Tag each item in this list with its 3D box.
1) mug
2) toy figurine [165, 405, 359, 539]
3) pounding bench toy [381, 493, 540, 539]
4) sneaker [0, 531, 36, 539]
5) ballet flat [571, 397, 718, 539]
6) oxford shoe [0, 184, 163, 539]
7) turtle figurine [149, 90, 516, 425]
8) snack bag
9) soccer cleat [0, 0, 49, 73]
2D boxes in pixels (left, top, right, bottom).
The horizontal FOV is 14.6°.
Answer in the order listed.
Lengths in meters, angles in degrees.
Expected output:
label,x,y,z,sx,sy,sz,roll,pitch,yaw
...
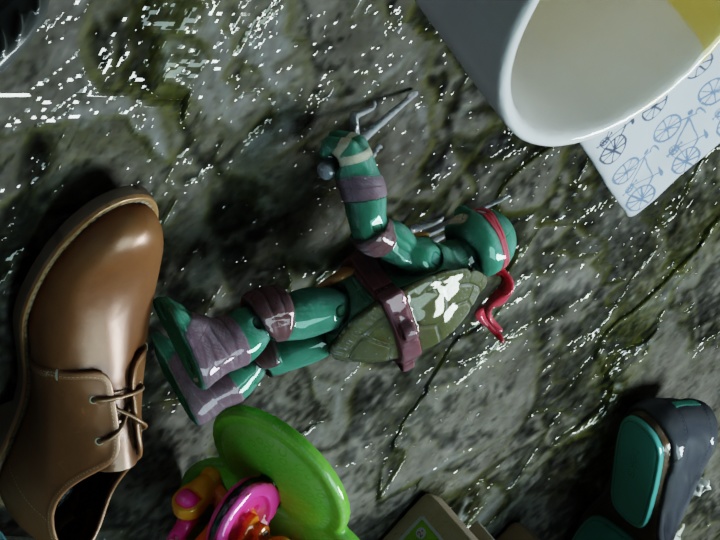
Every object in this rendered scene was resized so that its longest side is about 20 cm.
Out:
label,x,y,z,sx,sy,sz,roll,pitch,yaw
mug,0.081,-0.158,1.150,0.186,0.153,0.150,-16,141,-40
toy figurine,-0.087,0.191,1.368,0.184,0.150,0.200,-46,152,-30
pounding bench toy,0.046,0.257,1.690,0.200,0.124,0.156,-48,151,9
sneaker,-0.193,0.141,1.290,0.200,0.078,0.087,-2,128,-50
ballet flat,0.183,0.153,1.785,0.073,0.073,0.200,-22,143,-33
oxford shoe,-0.117,0.048,1.266,0.071,0.071,0.200,-18,141,-35
turtle figurine,0.000,0.000,1.327,0.200,0.101,0.150,-28,148,-15
snack bag,0.179,-0.129,1.371,0.200,0.021,0.189,-42,150,-1
soccer cleat,-0.201,-0.056,1.041,0.200,0.068,0.073,-40,175,-13
